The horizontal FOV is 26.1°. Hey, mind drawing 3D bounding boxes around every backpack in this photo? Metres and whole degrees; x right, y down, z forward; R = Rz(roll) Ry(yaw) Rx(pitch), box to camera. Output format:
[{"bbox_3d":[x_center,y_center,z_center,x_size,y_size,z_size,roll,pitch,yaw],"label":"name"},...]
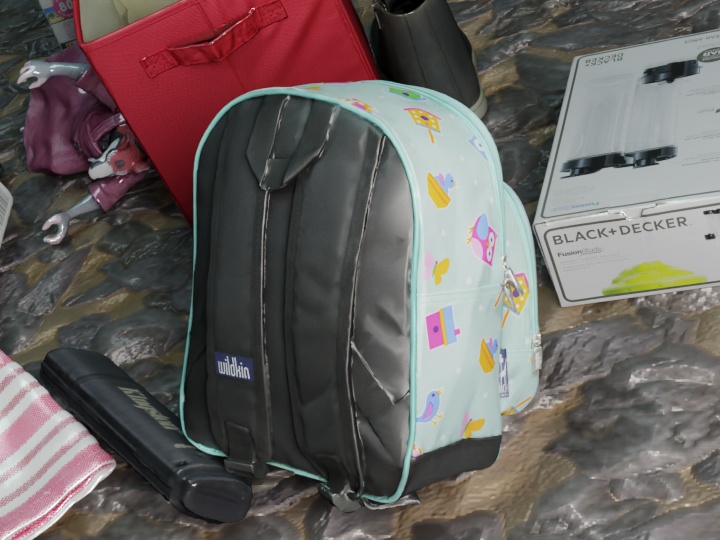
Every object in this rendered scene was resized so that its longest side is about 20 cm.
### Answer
[{"bbox_3d":[0.000,0.000,0.795,0.176,0.200,0.153,11,22,44],"label":"backpack"}]

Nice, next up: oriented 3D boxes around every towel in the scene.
[{"bbox_3d":[-0.256,0.098,0.909,0.146,0.030,0.200,-36,54,-24],"label":"towel"}]

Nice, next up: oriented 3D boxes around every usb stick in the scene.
[{"bbox_3d":[-0.125,0.090,0.881,0.200,0.055,0.033,29,95,53],"label":"usb stick"}]

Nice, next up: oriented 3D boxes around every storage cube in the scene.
[{"bbox_3d":[-0.091,-0.168,1.111,0.171,0.180,0.200,-23,41,6],"label":"storage cube"}]

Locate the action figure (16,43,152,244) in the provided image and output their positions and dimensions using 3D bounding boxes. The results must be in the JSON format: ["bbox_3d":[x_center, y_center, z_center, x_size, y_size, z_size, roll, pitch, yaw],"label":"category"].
[{"bbox_3d":[-0.195,-0.103,1.210,0.149,0.134,0.200,-9,22,-29],"label":"action figure"}]

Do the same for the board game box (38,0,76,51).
[{"bbox_3d":[-0.194,-0.242,1.306,0.147,0.200,0.064,-17,30,8],"label":"board game box"}]

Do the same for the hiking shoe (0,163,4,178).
[{"bbox_3d":[-0.370,-0.078,1.239,0.087,0.074,0.200,-37,-11,23],"label":"hiking shoe"}]

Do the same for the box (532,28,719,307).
[{"bbox_3d":[0.177,-0.066,0.926,0.117,0.060,0.200,-9,32,20],"label":"box"}]

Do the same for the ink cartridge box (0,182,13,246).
[{"bbox_3d":[-0.357,0.021,1.166,0.200,0.050,0.161,-35,27,15],"label":"ink cartridge box"}]

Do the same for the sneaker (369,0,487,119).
[{"bbox_3d":[0.042,-0.187,1.160,0.075,0.106,0.200,-22,30,-1],"label":"sneaker"}]
